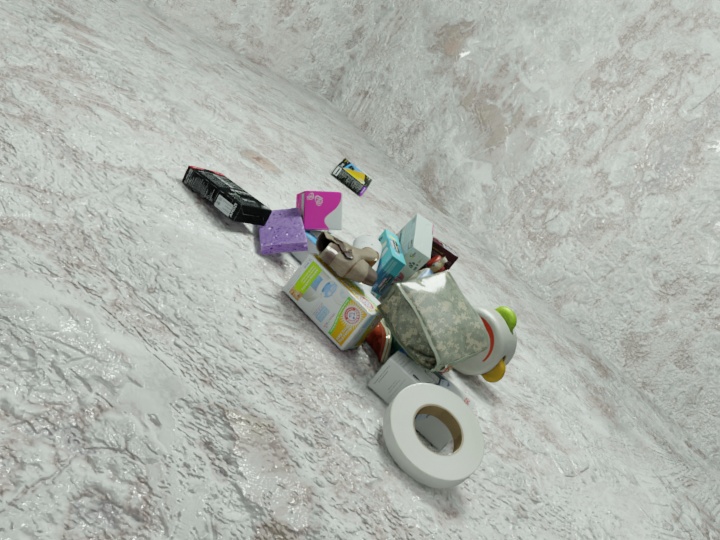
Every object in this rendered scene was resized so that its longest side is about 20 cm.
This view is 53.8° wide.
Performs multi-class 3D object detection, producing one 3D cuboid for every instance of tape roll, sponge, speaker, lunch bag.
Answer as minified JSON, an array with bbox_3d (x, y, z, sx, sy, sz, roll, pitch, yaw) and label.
[{"bbox_3d":[0.139,0.306,1.332,0.202,0.037,0.203,15,46,-16],"label":"tape roll"},{"bbox_3d":[-0.195,-0.099,1.753,0.111,0.030,0.200,-7,30,-7],"label":"sponge"},{"bbox_3d":[0.000,0.000,1.795,0.081,0.081,0.200,33,40,-15],"label":"speaker"},{"bbox_3d":[0.160,0.117,1.509,0.164,0.118,0.200,-14,62,-37],"label":"lunch bag"}]

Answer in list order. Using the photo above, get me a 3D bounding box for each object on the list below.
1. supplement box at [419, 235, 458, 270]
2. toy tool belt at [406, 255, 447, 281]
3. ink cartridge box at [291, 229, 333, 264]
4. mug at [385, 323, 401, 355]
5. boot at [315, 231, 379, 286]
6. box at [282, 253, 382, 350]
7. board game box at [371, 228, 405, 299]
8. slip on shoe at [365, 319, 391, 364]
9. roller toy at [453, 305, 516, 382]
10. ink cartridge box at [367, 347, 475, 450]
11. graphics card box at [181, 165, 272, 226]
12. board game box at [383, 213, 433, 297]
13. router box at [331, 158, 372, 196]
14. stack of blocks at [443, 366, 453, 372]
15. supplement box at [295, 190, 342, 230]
[{"bbox_3d":[0.179,0.001,2.056,0.109,0.200,0.061,33,17,-16],"label":"supplement box"},{"bbox_3d":[0.186,0.063,1.965,0.123,0.200,0.125,55,-30,-10],"label":"toy tool belt"},{"bbox_3d":[-0.090,-0.046,1.866,0.116,0.067,0.200,43,18,18],"label":"ink cartridge box"},{"bbox_3d":[0.119,0.147,1.650,0.114,0.152,0.185,8,31,-4],"label":"mug"},{"bbox_3d":[-0.032,-0.039,1.586,0.146,0.070,0.200,33,14,-17],"label":"boot"},{"bbox_3d":[-0.055,0.067,1.574,0.200,0.113,0.101,45,18,17],"label":"box"},{"bbox_3d":[0.049,-0.010,1.909,0.047,0.151,0.200,33,18,-16],"label":"board game box"},{"bbox_3d":[0.029,0.146,1.633,0.061,0.074,0.200,3,32,-16],"label":"slip on shoe"},{"bbox_3d":[0.310,0.187,1.883,0.182,0.201,0.140,7,0,31],"label":"roller toy"},{"bbox_3d":[0.131,0.262,1.493,0.200,0.086,0.146,39,17,10],"label":"ink cartridge box"},{"bbox_3d":[-0.325,-0.182,1.731,0.200,0.051,0.125,35,14,25],"label":"graphics card box"},{"bbox_3d":[0.116,-0.040,1.971,0.064,0.200,0.148,32,41,-18],"label":"board game box"},{"bbox_3d":[-0.032,-0.377,2.854,0.149,0.051,0.200,38,17,-5],"label":"router box"},{"bbox_3d":[0.154,0.171,1.811,0.200,0.059,0.115,46,19,25],"label":"stack of blocks"},{"bbox_3d":[-0.112,-0.156,1.888,0.101,0.104,0.200,2,4,-12],"label":"supplement box"}]
